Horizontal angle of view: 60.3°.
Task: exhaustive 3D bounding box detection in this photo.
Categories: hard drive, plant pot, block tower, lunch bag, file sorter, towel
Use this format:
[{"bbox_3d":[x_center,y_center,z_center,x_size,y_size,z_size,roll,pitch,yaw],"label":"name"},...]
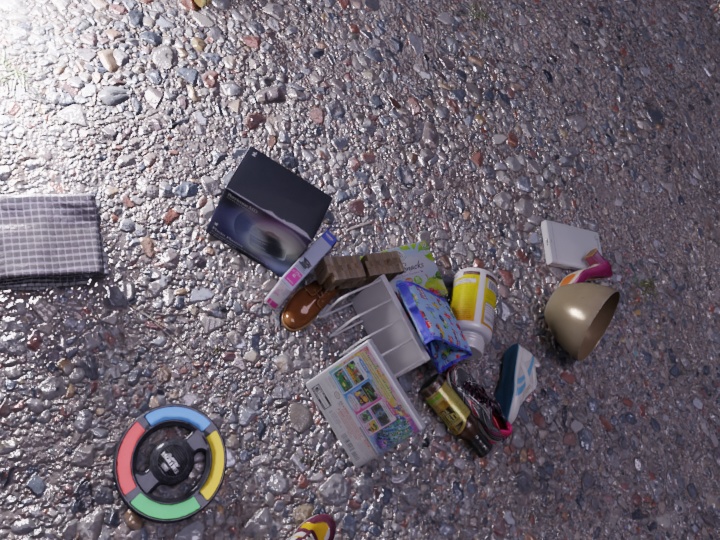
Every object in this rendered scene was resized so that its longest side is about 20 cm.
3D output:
[{"bbox_3d":[0.610,-0.064,1.777,0.196,0.027,0.134,10,64,-24],"label":"hard drive"},{"bbox_3d":[0.553,0.112,1.592,0.133,0.203,0.199,31,48,32],"label":"plant pot"},{"bbox_3d":[0.000,0.000,1.343,0.197,0.058,0.055,-7,67,-35],"label":"block tower"},{"bbox_3d":[0.149,0.111,1.336,0.200,0.093,0.152,44,18,-55],"label":"lunch bag"},{"bbox_3d":[0.022,0.143,1.308,0.123,0.139,0.202,-23,79,-37],"label":"file sorter"},{"bbox_3d":[-0.570,-0.056,1.131,0.197,0.085,0.169,-6,72,-29],"label":"towel"}]

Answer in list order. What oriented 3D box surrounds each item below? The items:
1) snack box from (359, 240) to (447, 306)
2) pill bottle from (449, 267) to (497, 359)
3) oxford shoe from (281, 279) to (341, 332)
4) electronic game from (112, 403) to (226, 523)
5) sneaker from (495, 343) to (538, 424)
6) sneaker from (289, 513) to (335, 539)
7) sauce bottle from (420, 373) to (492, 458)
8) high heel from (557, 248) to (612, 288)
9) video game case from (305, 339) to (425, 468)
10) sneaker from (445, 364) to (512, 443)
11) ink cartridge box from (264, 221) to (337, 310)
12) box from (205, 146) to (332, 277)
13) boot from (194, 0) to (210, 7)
[{"bbox_3d":[0.093,0.020,1.457,0.197,0.053,0.144,-15,74,-31],"label":"snack box"},{"bbox_3d":[0.263,0.103,1.474,0.108,0.109,0.203,23,59,-16],"label":"pill bottle"},{"bbox_3d":[-0.095,0.053,1.337,0.071,0.071,0.200,46,57,-3],"label":"oxford shoe"},{"bbox_3d":[-0.335,0.339,1.101,0.196,0.042,0.204,11,64,-23],"label":"electronic game"},{"bbox_3d":[0.376,0.277,1.475,0.080,0.076,0.202,30,60,-14],"label":"sneaker"},{"bbox_3d":[-0.111,0.512,1.109,0.199,0.090,0.075,-34,85,-34],"label":"sneaker"},{"bbox_3d":[0.216,0.325,1.377,0.201,0.065,0.065,49,56,2],"label":"sauce bottle"},{"bbox_3d":[0.622,0.034,1.714,0.200,0.067,0.096,-43,98,-27],"label":"high heel"},{"bbox_3d":[0.006,0.267,1.235,0.202,0.181,0.024,57,26,7],"label":"video game case"},{"bbox_3d":[0.272,0.296,1.413,0.080,0.075,0.201,-36,86,-34],"label":"sneaker"},{"bbox_3d":[-0.117,-0.011,1.322,0.042,0.119,0.201,40,56,-4],"label":"ink cartridge box"},{"bbox_3d":[-0.194,-0.114,1.283,0.198,0.198,0.125,30,57,-11],"label":"box"},{"bbox_3d":[-0.362,-0.750,1.557,0.153,0.073,0.203,-12,68,-28],"label":"boot"}]
